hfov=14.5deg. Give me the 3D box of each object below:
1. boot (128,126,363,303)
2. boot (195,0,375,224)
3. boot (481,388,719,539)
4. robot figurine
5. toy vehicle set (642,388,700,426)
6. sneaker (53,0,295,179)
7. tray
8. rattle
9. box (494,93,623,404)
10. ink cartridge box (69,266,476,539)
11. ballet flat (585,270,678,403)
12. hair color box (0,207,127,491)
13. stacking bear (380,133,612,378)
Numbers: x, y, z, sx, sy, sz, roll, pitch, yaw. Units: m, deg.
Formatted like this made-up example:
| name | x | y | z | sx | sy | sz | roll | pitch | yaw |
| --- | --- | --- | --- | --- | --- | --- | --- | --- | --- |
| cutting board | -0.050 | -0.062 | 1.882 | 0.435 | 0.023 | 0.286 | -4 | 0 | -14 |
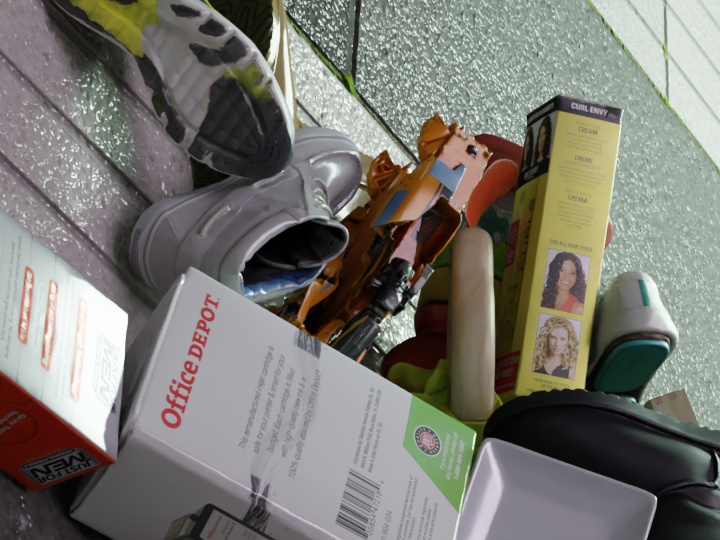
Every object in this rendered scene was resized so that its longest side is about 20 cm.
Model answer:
| name | x | y | z | sx | sy | sz | roll | pitch | yaw |
| --- | --- | --- | --- | --- | --- | --- | --- | --- | --- |
| boot | -0.041 | -0.027 | 1.705 | 0.200 | 0.095 | 0.074 | -30 | 127 | -44 |
| boot | -0.034 | -0.085 | 1.856 | 0.200 | 0.066 | 0.176 | 26 | 65 | -54 |
| boot | 0.168 | 0.157 | 1.662 | 0.197 | 0.074 | 0.163 | 13 | 38 | -7 |
| robot figurine | 0.000 | 0.000 | 1.756 | 0.058 | 0.145 | 0.200 | 41 | 59 | -10 |
| toy vehicle set | 0.193 | 0.167 | 1.867 | 0.200 | 0.026 | 0.125 | 124 | -52 | -66 |
| sneaker | -0.103 | -0.138 | 1.698 | 0.200 | 0.074 | 0.085 | 49 | 17 | 9 |
| tray | 0.089 | 0.194 | 1.574 | 0.022 | 0.107 | 0.201 | 104 | 6 | -56 |
| rattle | 0.030 | 0.028 | 1.806 | 0.130 | 0.142 | 0.201 | 43 | 44 | -68 |
| box | 0.126 | -0.008 | 1.846 | 0.050 | 0.075 | 0.201 | 11 | 80 | -13 |
| ink cartridge box | -0.046 | 0.112 | 1.583 | 0.199 | 0.084 | 0.146 | 30 | 38 | -12 |
| ballet flat | 0.159 | 0.062 | 1.880 | 0.069 | 0.200 | 0.070 | 7 | 60 | -13 |
| hair color box | -0.204 | 0.021 | 1.457 | 0.200 | 0.061 | 0.102 | 43 | 37 | -41 |
| stacking bear | 0.081 | 0.029 | 1.918 | 0.201 | 0.113 | 0.122 | -59 | 162 | -26 |
